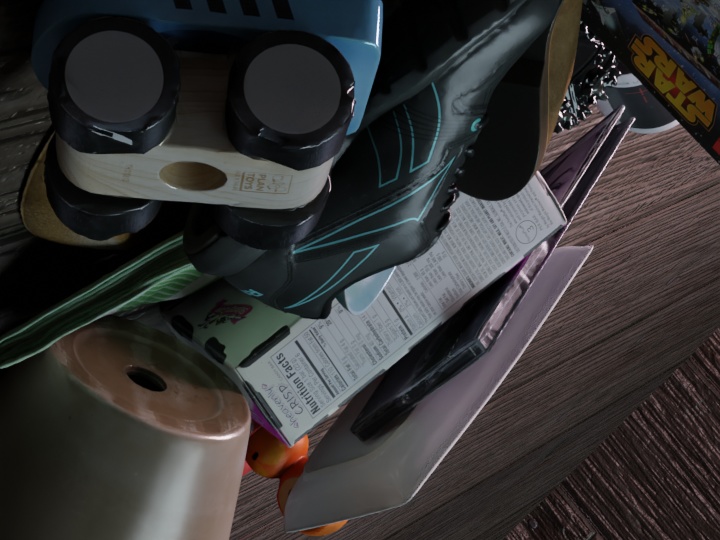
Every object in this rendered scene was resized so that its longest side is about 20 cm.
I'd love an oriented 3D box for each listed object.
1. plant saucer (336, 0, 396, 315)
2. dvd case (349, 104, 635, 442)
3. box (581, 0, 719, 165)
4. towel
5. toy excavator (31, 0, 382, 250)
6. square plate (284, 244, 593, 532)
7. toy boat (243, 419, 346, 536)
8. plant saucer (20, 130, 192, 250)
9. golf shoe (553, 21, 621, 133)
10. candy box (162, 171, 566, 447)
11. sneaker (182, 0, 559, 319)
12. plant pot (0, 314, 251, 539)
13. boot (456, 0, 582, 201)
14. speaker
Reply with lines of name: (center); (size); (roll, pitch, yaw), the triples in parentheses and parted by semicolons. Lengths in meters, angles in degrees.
plant saucer: (0.017, -0.078, 1.080); (0.200, 0.027, 0.201); (19, 90, -79)
dvd case: (0.076, 0.001, 1.293); (0.200, 0.016, 0.149); (-54, -172, -36)
box: (0.147, -0.144, 1.012); (0.040, 0.200, 0.137); (-36, 167, -28)
towel: (-0.082, -0.004, 1.107); (0.152, 0.023, 0.200); (-28, 180, 24)
toy excavator: (-0.026, -0.117, 0.862); (0.193, 0.201, 0.100); (4, 158, -6)
square plate: (0.038, 0.068, 1.351); (0.200, 0.028, 0.198); (-52, -170, -23)
toy boat: (-0.055, 0.119, 1.457); (0.200, 0.131, 0.131); (-36, 166, -22)
plant saucer: (-0.065, -0.070, 1.019); (0.200, 0.035, 0.200); (-38, 167, -10)
golf shoe: (0.098, -0.133, 1.142); (0.200, 0.094, 0.078); (-33, 133, -31)
candy box: (0.000, 0.000, 1.241); (0.200, 0.061, 0.136); (-38, -158, -10)
sneaker: (0.015, -0.057, 0.953); (0.200, 0.079, 0.076); (-40, -153, 20)
plant pot: (-0.145, 0.124, 1.155); (0.200, 0.200, 0.174); (-15, 135, -62)
boot: (0.076, -0.137, 1.013); (0.075, 0.073, 0.201); (-43, 146, -59)
speaker: (0.166, -0.140, 1.359); (0.081, 0.081, 0.200); (-42, 167, 5)
